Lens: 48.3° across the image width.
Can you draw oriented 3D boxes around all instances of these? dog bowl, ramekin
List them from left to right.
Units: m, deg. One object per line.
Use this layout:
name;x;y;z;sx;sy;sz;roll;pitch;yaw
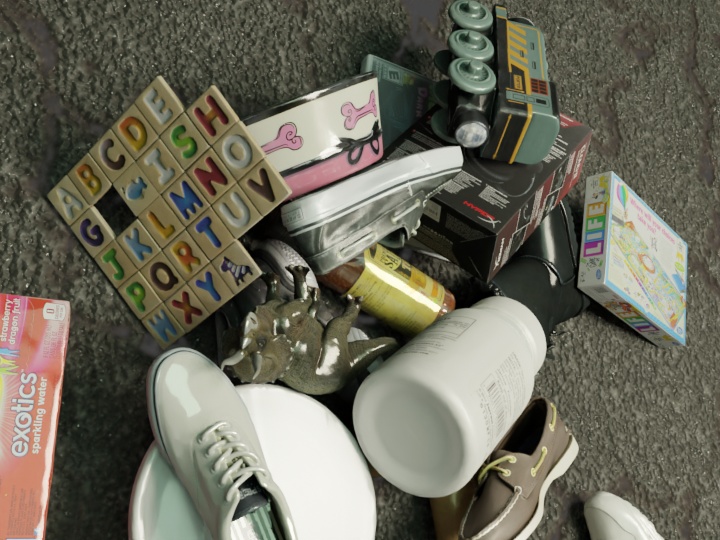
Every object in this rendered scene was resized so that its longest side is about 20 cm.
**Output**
ramekin;-0.095;0.199;0.654;0.199;0.094;0.206;8;71;-26
dog bowl;-0.067;-0.107;0.709;0.198;0.199;0.075;-27;102;-31

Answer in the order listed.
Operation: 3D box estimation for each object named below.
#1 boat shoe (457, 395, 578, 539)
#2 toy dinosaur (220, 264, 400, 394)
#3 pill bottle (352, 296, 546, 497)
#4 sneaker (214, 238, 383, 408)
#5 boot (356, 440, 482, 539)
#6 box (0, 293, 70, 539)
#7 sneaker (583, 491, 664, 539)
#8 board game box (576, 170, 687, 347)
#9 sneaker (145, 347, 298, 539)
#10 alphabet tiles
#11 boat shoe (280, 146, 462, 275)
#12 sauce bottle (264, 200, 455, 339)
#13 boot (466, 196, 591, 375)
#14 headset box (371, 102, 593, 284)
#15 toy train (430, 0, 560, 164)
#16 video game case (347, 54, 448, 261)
boat shoe;0.138;0.188;0.733;0.199;0.071;0.060;-35;101;-46
toy dinosaur;-0.046;0.059;0.660;0.199;0.076;0.104;31;63;-47
pill bottle;0.089;0.098;0.706;0.199;0.114;0.115;-31;91;-53
sneaker;-0.061;0.078;0.722;0.113;0.075;0.201;-37;88;-30
boot;0.079;0.245;0.750;0.173;0.066;0.204;-5;79;-28
box;-0.275;0.122;0.580;0.098;0.095;0.204;8;71;-26
sneaker;0.269;0.331;0.820;0.098;0.078;0.203;-18;83;-27
board game box;0.322;-0.008;0.935;0.199;0.034;0.137;30;62;-38
sneaker;-0.090;0.145;0.576;0.072;0.071;0.202;-26;88;-30
alphabet tiles;-0.151;-0.048;0.650;0.168;0.199;0.008;53;30;-3
boat shoe;0.018;-0.052;0.683;0.198;0.072;0.072;-26;102;-35
sauce bottle;0.000;0.000;0.779;0.198;0.066;0.067;32;63;-18
boot;0.166;-0.003;0.847;0.162;0.073;0.201;-29;100;-42
headset box;0.126;-0.106;0.809;0.148;0.078;0.200;32;57;22
toy train;0.130;-0.185;0.774;0.112;0.086;0.202;12;47;-5
video game case;0.073;-0.117;0.878;0.179;0.023;0.203;15;68;-24
